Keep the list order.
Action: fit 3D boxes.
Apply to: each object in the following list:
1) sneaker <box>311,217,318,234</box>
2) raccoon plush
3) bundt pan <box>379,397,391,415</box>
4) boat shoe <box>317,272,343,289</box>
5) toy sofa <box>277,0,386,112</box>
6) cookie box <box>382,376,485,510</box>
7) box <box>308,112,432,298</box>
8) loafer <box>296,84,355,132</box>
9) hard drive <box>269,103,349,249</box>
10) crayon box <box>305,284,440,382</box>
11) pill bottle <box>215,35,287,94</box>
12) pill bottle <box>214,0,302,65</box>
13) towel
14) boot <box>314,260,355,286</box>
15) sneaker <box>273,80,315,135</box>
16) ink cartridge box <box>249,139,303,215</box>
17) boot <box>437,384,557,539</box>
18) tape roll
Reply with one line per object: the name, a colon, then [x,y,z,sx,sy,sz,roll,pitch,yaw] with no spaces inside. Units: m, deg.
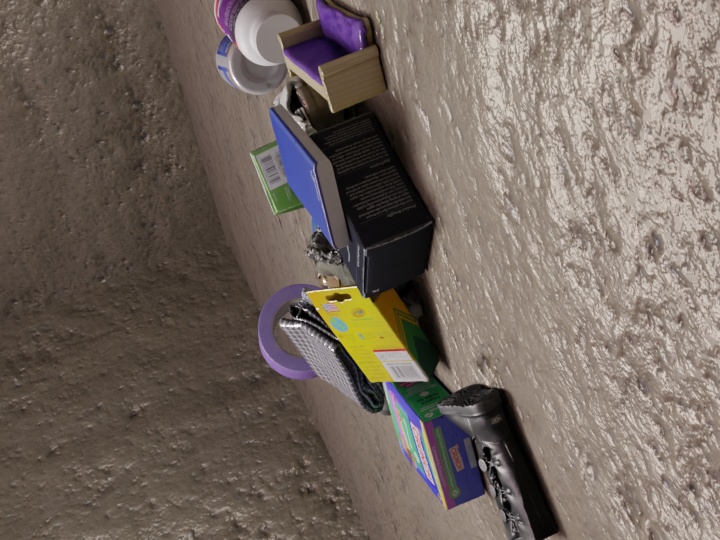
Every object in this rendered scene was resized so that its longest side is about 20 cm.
sneaker: [-0.045,-0.065,1.692,0.200,0.076,0.112,-124,22,-60]
raccoon plush: [0.000,0.000,1.467,0.097,0.133,0.201,94,152,-63]
bundt pan: [0.029,0.187,1.823,0.202,0.075,0.204,158,90,-78]
boat shoe: [-0.049,0.010,1.883,0.071,0.064,0.202,-139,29,-65]
toy sofa: [-0.045,-0.293,1.278,0.200,0.082,0.099,-130,20,-57]
cookie box: [0.114,0.262,1.567,0.200,0.074,0.173,-138,29,-63]
box: [0.010,-0.089,1.342,0.148,0.103,0.201,93,152,-64]
loafer: [-0.042,-0.231,1.425,0.200,0.068,0.076,37,-149,-82]
hard drive: [-0.073,-0.132,1.319,0.200,0.025,0.133,-127,19,-53]
crayon box: [0.020,0.085,1.465,0.126,0.051,0.201,-6,129,43]
pill bottle: [-0.207,-0.389,1.772,0.200,0.111,0.113,-139,29,-67]
pill bottle: [-0.160,-0.399,1.538,0.200,0.111,0.113,-127,19,-53]
towel: [-0.040,0.143,1.659,0.165,0.086,0.201,31,158,48]
boot: [-0.019,0.028,1.627,0.200,0.067,0.133,-19,77,63]
sneaker: [-0.094,-0.233,1.655,0.202,0.074,0.081,66,159,11]
ink cartridge box: [-0.098,-0.156,1.538,0.105,0.059,0.200,68,-162,-2]
boot: [0.183,0.262,1.305,0.202,0.065,0.165,64,170,-2]
tape roll: [-0.131,0.138,2.158,0.085,0.198,0.202,108,139,-71]
